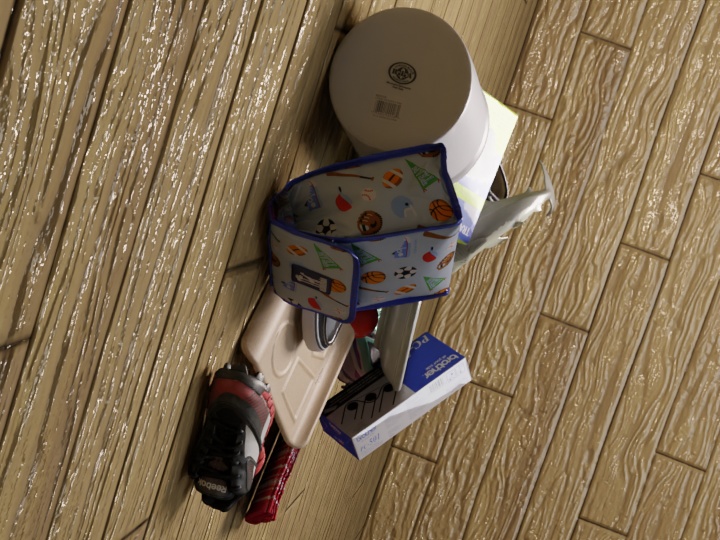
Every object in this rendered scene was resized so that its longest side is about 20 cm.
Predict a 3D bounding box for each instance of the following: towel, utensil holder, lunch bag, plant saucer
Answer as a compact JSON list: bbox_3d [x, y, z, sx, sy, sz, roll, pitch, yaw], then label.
[{"bbox_3d":[-0.101,0.248,1.766,0.202,0.022,0.145,-68,-171,-19],"label":"towel"},{"bbox_3d":[0.057,-0.190,1.463,0.200,0.168,0.172,43,67,-78],"label":"utensil holder"},{"bbox_3d":[-0.001,-0.032,1.379,0.171,0.197,0.125,95,-16,-60],"label":"lunch bag"},{"bbox_3d":[0.052,0.055,1.707,0.200,0.049,0.203,13,90,-88],"label":"plant saucer"}]

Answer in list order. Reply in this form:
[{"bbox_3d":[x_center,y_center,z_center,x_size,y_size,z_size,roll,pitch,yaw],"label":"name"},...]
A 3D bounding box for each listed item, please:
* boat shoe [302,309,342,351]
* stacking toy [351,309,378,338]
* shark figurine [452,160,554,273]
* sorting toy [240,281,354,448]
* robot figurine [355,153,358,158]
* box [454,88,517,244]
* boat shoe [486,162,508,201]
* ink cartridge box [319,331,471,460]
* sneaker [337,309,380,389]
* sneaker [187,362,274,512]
[{"bbox_3d":[-0.012,0.000,1.507,0.070,0.065,0.203,53,49,-56],"label":"boat shoe"},{"bbox_3d":[0.000,0.000,1.655,0.086,0.084,0.203,-58,155,-54],"label":"stacking toy"},{"bbox_3d":[0.175,-0.083,1.691,0.213,0.090,0.128,-33,173,-12],"label":"shark figurine"},{"bbox_3d":[-0.074,0.078,1.516,0.201,0.036,0.187,68,37,-47],"label":"sorting toy"},{"bbox_3d":[0.058,-0.152,1.713,0.201,0.114,0.177,-62,150,-48],"label":"robot figurine"},{"bbox_3d":[0.112,-0.126,1.609,0.121,0.047,0.203,25,85,-46],"label":"box"},{"bbox_3d":[0.153,-0.148,1.721,0.201,0.059,0.075,66,40,-55],"label":"boat shoe"},{"bbox_3d":[0.046,0.168,1.773,0.199,0.094,0.045,-33,126,-21],"label":"ink cartridge box"},{"bbox_3d":[-0.008,0.074,1.897,0.139,0.077,0.203,-25,-128,50],"label":"sneaker"},{"bbox_3d":[-0.136,0.181,1.354,0.202,0.070,0.099,102,9,-49],"label":"sneaker"}]
